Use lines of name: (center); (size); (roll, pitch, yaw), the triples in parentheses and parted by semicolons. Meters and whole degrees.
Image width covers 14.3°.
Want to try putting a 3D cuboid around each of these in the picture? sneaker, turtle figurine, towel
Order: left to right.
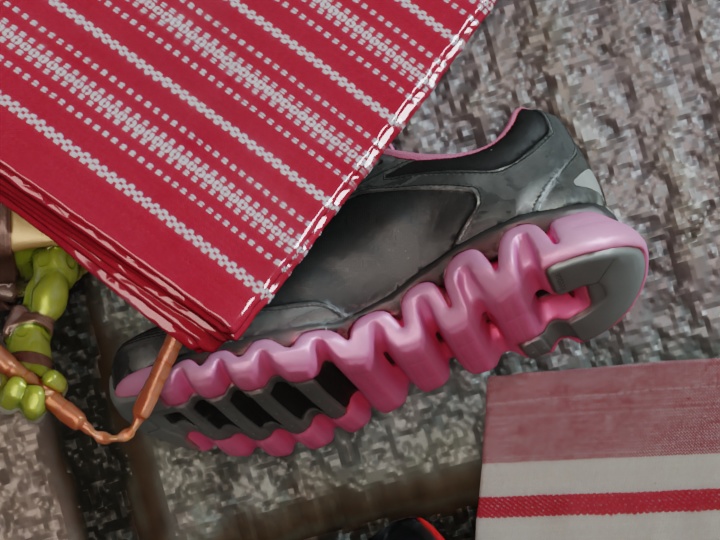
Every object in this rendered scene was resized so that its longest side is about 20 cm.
turtle figurine: (-0.136, -0.029, 1.046); (0.161, 0.064, 0.200); (2, 68, 1)
towel: (-0.052, -0.079, 1.027); (0.145, 0.022, 0.200); (36, 60, 3)
sneaker: (0.000, 0.000, 1.047); (0.200, 0.079, 0.096); (-19, 62, 2)
towel: (0.104, 0.128, 0.999); (0.144, 0.023, 0.200); (-5, 69, 29)

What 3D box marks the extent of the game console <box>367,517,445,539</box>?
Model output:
game console: (-0.013, 0.207, 0.998); (0.200, 0.031, 0.177); (-36, 74, 23)
